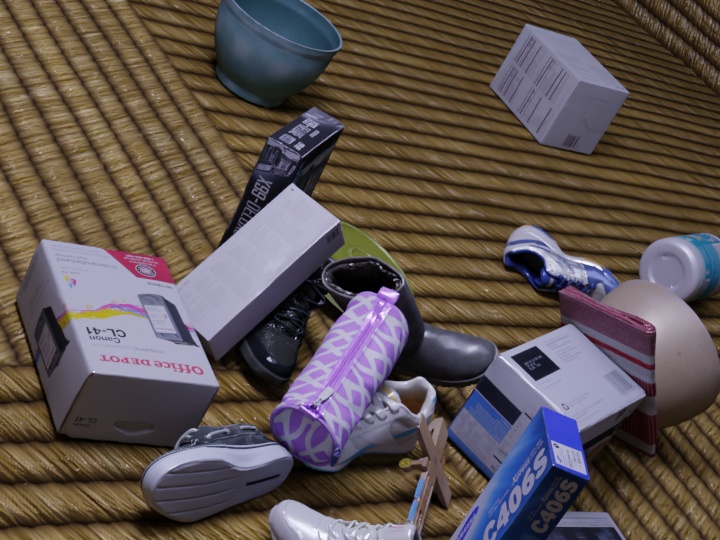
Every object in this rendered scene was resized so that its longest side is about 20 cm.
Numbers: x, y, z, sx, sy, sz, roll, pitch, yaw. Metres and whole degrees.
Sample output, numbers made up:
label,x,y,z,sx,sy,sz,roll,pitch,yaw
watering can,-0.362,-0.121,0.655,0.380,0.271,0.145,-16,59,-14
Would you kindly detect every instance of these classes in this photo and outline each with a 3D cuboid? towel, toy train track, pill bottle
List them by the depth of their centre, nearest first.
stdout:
label,x,y,z,sx,sy,sz,roll,pitch,yaw
toy train track,0.057,0.230,1.405,0.032,0.116,0.201,-8,32,21
towel,0.311,0.125,1.671,0.023,0.202,0.143,-31,40,-29
pill bottle,0.561,-0.005,2.275,0.111,0.111,0.199,45,29,26

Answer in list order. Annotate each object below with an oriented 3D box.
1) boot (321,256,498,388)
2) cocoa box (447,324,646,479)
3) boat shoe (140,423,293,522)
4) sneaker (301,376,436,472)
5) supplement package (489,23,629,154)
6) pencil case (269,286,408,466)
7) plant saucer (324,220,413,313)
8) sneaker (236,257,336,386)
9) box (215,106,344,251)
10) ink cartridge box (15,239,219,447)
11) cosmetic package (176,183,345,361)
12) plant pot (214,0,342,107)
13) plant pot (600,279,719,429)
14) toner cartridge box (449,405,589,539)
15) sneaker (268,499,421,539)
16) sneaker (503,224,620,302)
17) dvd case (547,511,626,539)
label,x,y,z,sx,sy,sz,roll,pitch,yaw
boot,0.060,0.055,1.518,0.179,0.201,0.073,1,55,13
cocoa box,0.220,0.169,1.591,0.133,0.132,0.199,43,29,20
boat shoe,-0.146,0.185,1.265,0.071,0.073,0.199,36,15,28
sneaker,-0.001,0.157,1.435,0.198,0.081,0.077,-8,47,-46
supplement package,0.389,-0.356,2.642,0.150,0.152,0.201,7,36,-39
pencil case,-0.020,0.107,1.371,0.083,0.086,0.201,19,44,14
plant saucer,0.000,0.000,1.723,0.199,0.031,0.201,34,26,-19
sneaker,-0.080,0.040,1.512,0.076,0.114,0.200,35,27,-14
box,-0.102,-0.084,1.605,0.049,0.202,0.158,30,25,6
ink cartridge box,-0.242,0.070,1.326,0.146,0.086,0.201,10,32,-37
cosmetic package,-0.115,0.000,1.475,0.200,0.051,0.082,-42,62,-17
plant pot,-0.145,-0.339,2.066,0.198,0.135,0.201,25,27,-14
plant pot,0.354,0.133,1.768,0.134,0.202,0.200,-30,61,-28
toner cartridge box,0.151,0.240,1.321,0.043,0.201,0.095,24,27,-12
sneaker,0.010,0.261,1.249,0.198,0.100,0.078,31,26,-1
sneaker,0.302,0.014,2.030,0.198,0.076,0.088,30,37,12
dvd case,0.265,0.345,1.464,0.149,0.025,0.201,9,34,-37
